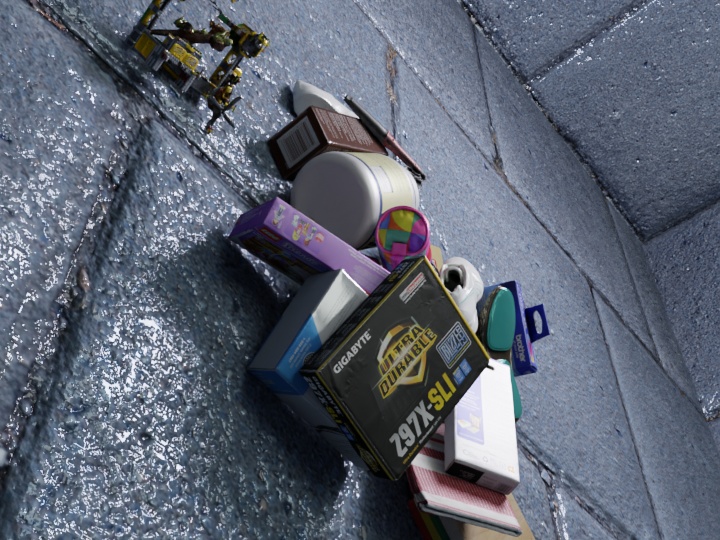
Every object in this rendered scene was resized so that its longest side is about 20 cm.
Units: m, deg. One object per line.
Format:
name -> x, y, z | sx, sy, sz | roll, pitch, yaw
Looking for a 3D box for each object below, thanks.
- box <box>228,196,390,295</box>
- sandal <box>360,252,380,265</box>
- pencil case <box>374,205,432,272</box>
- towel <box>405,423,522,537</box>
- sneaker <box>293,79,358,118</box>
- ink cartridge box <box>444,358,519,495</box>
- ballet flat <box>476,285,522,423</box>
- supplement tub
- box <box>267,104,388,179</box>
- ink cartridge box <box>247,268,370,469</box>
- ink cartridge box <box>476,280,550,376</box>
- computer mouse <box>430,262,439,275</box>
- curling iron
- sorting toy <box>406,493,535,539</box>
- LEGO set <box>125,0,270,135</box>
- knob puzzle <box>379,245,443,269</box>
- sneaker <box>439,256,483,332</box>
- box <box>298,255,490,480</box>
box -> -0.056, -0.012, 1.035 | 0.198, 0.136, 0.040 | 34, 71, -21
sandal -> 0.000, 0.000, 1.190 | 0.200, 0.074, 0.046 | 37, 70, -74
pencil case -> 0.068, -0.017, 1.219 | 0.201, 0.087, 0.090 | 72, -1, -66
towel -> 0.115, 0.256, 1.058 | 0.141, 0.023, 0.201 | 20, 19, -17
sneaker -> -0.040, -0.267, 1.458 | 0.199, 0.075, 0.089 | 38, 21, -34
ink cartridge box -> 0.158, 0.193, 1.099 | 0.093, 0.037, 0.202 | 21, 40, -12
ballet flat -> 0.191, 0.128, 1.216 | 0.067, 0.075, 0.205 | 9, 72, -38
supplement tub -> -0.002, -0.105, 1.258 | 0.147, 0.144, 0.199 | 62, 26, 7
box -> -0.048, -0.196, 1.325 | 0.199, 0.099, 0.076 | 0, 60, -61
ink cartridge box -> -0.013, 0.121, 0.988 | 0.200, 0.083, 0.146 | 45, 63, -21
ink cartridge box -> 0.196, 0.101, 1.294 | 0.076, 0.196, 0.140 | 36, 42, -68
computer mouse -> 0.095, 0.103, 1.140 | 0.139, 0.051, 0.204 | 96, 0, -63
curling iron -> 0.044, -0.213, 1.362 | 0.201, 0.025, 0.050 | 49, 24, -17
sorting toy -> 0.155, 0.358, 1.131 | 0.202, 0.069, 0.199 | 63, 26, 7
LEGO set -> -0.201, -0.289, 1.085 | 0.116, 0.154, 0.200 | 43, -1, 41
knob puzzle -> 0.082, 0.033, 1.380 | 0.218, 0.030, 0.224 | 29, 52, -44
sneaker -> 0.146, 0.019, 1.224 | 0.201, 0.069, 0.082 | -78, 159, -63
box -> 0.045, 0.109, 0.950 | 0.200, 0.049, 0.161 | -44, 110, -30
